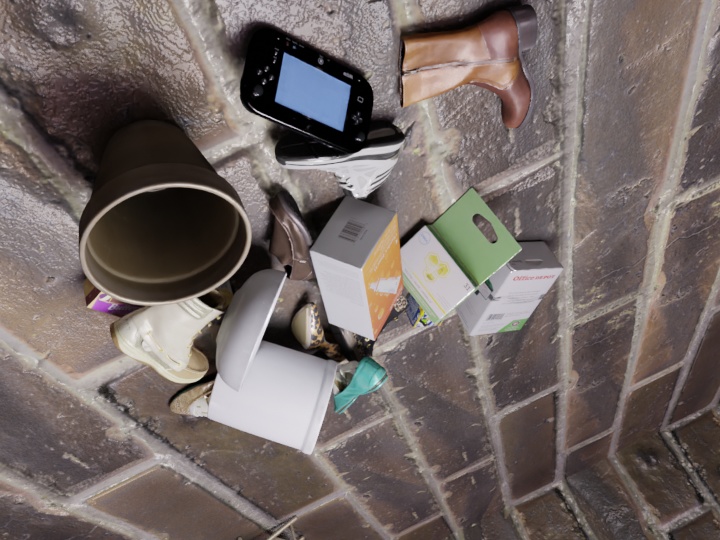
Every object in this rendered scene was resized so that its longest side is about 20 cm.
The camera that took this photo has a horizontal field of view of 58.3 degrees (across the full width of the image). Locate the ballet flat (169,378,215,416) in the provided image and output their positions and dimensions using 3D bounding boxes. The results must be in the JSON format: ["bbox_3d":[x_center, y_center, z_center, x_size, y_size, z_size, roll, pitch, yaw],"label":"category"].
[{"bbox_3d":[-0.284,0.247,1.268,0.197,0.066,0.071,-29,144,4],"label":"ballet flat"}]

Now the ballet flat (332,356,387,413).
[{"bbox_3d":[-0.016,0.209,1.215,0.067,0.070,0.200,-42,177,-37],"label":"ballet flat"}]

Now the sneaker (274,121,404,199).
[{"bbox_3d":[-0.032,-0.145,0.944,0.197,0.076,0.117,-11,139,-23],"label":"sneaker"}]

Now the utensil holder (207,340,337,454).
[{"bbox_3d":[-0.158,0.217,1.168,0.196,0.172,0.172,19,133,-3],"label":"utensil holder"}]

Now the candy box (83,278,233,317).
[{"bbox_3d":[-0.309,0.030,1.005,0.116,0.057,0.199,-40,142,18],"label":"candy box"}]

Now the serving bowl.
[{"bbox_3d":[-0.183,0.085,1.024,0.065,0.202,0.202,22,130,-4],"label":"serving bowl"}]

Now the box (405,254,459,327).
[{"bbox_3d":[0.156,0.022,1.262,0.069,0.065,0.202,-2,137,-28],"label":"box"}]

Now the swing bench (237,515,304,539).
[{"bbox_3d":[-0.259,0.878,1.975,0.196,0.131,0.201,-18,143,-10],"label":"swing bench"}]

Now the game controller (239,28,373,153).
[{"bbox_3d":[-0.063,-0.225,0.825,0.197,0.042,0.107,15,92,-40],"label":"game controller"}]

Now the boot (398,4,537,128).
[{"bbox_3d":[0.152,-0.263,0.920,0.196,0.069,0.190,-19,143,-8],"label":"boot"}]

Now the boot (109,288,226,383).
[{"bbox_3d":[-0.265,0.093,1.005,0.153,0.073,0.200,-35,142,8],"label":"boot"}]

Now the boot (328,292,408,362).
[{"bbox_3d":[0.027,0.113,1.252,0.150,0.073,0.202,-40,137,-15],"label":"boot"}]

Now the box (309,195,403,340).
[{"bbox_3d":[0.000,0.000,1.072,0.125,0.096,0.202,-58,156,-30],"label":"box"}]

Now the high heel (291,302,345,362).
[{"bbox_3d":[-0.061,0.113,1.254,0.140,0.072,0.202,-20,141,-27],"label":"high heel"}]

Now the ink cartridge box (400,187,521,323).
[{"bbox_3d":[0.163,-0.026,1.143,0.200,0.146,0.048,-43,168,23],"label":"ink cartridge box"}]

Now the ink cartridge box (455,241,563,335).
[{"bbox_3d":[0.309,0.038,1.352,0.143,0.085,0.202,-3,137,-28],"label":"ink cartridge box"}]

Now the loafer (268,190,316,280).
[{"bbox_3d":[-0.112,-0.040,1.022,0.070,0.074,0.202,-23,143,-5],"label":"loafer"}]

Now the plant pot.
[{"bbox_3d":[-0.251,-0.086,0.803,0.196,0.175,0.202,-16,142,-13],"label":"plant pot"}]
